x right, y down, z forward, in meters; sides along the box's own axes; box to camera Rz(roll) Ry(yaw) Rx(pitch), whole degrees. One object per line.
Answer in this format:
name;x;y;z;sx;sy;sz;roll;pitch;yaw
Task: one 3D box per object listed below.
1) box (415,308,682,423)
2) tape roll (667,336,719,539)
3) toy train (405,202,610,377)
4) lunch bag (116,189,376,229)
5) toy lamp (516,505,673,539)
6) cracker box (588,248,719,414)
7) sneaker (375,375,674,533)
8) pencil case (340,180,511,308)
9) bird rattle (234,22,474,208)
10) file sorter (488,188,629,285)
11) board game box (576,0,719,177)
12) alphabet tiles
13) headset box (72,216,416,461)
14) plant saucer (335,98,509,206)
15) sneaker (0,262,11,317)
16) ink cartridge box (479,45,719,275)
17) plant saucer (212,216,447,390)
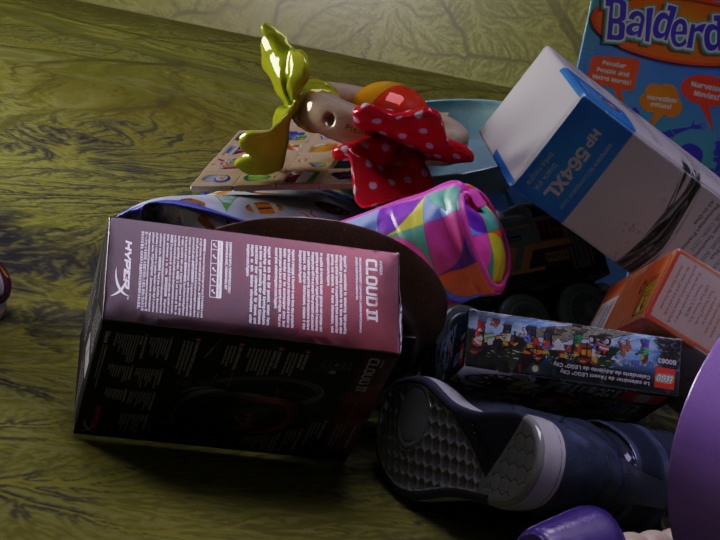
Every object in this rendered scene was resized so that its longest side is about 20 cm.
box;0.116;0.073;1.370;0.136;0.038;0.200;9;-15;-6
tape roll;0.262;0.102;1.166;0.199;0.201;0.065;-1;16;-40
toy train;0.095;0.014;1.513;0.199;0.115;0.085;-9;-11;-30
lunch bag;-0.070;-0.003;1.585;0.199;0.125;0.170;23;16;19
toy lamp;0.169;0.158;1.188;0.199;0.059;0.058;1;15;-37
cracker box;0.256;0.071;1.376;0.199;0.058;0.134;31;-16;-5
sneaker;0.107;0.118;1.290;0.145;0.077;0.202;13;1;-30
pencil case;0.000;0.000;1.419;0.199;0.089;0.088;-15;4;20
bird rattle;0.011;-0.110;1.511;0.199;0.113;0.163;14;12;37
file sorter;0.150;0.011;1.657;0.199;0.140;0.123;8;16;-7
board game box;0.239;-0.136;1.610;0.151;0.201;0.045;13;19;9
alphabet tiles;-0.024;-0.098;1.625;0.166;0.008;0.200;-1;21;14
headset box;-0.068;0.047;1.285;0.199;0.075;0.149;7;-32;-11
plant saucer;0.055;-0.088;1.638;0.199;0.036;0.200;-5;21;2
sneaker;-0.287;-0.009;1.511;0.074;0.091;0.200;8;13;-8
ink cartridge box;0.192;-0.053;1.459;0.200;0.084;0.146;36;11;-15
plant saucer;-0.042;0.037;1.372;0.199;0.201;0.035;7;55;-11
